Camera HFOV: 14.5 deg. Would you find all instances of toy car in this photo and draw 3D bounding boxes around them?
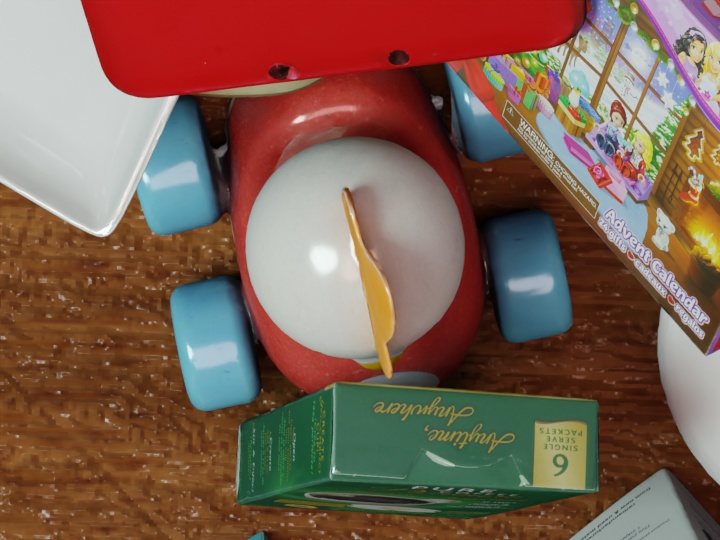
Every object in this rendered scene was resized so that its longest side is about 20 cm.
[{"bbox_3d":[0.000,0.000,1.241,0.184,0.200,0.177,-12,110,1],"label":"toy car"}]

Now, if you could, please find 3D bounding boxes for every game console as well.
[{"bbox_3d":[-0.020,-0.178,1.115,0.199,0.119,0.173,-6,70,10],"label":"game console"}]

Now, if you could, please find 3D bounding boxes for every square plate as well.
[{"bbox_3d":[-0.141,-0.145,1.188,0.200,0.028,0.199,28,96,14],"label":"square plate"}]

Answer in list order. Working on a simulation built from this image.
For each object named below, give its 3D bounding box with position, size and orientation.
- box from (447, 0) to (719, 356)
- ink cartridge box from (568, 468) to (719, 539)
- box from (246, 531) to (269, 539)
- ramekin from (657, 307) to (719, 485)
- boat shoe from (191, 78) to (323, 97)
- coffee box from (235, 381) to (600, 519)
[{"bbox_3d":[0.110,-0.082,1.148,0.039,0.200,0.137,-24,151,-30],"label":"box"},{"bbox_3d":[0.172,0.202,1.324,0.083,0.200,0.147,-39,108,9],"label":"ink cartridge box"},{"bbox_3d":[-0.110,0.217,1.390,0.200,0.049,0.082,-30,108,7],"label":"box"},{"bbox_3d":[0.232,0.028,1.280,0.200,0.098,0.201,10,116,21],"label":"ramekin"},{"bbox_3d":[-0.018,-0.127,1.237,0.200,0.073,0.063,-16,131,-27],"label":"boat shoe"},{"bbox_3d":[0.022,0.083,1.270,0.123,0.200,0.044,5,81,-12],"label":"coffee box"}]
